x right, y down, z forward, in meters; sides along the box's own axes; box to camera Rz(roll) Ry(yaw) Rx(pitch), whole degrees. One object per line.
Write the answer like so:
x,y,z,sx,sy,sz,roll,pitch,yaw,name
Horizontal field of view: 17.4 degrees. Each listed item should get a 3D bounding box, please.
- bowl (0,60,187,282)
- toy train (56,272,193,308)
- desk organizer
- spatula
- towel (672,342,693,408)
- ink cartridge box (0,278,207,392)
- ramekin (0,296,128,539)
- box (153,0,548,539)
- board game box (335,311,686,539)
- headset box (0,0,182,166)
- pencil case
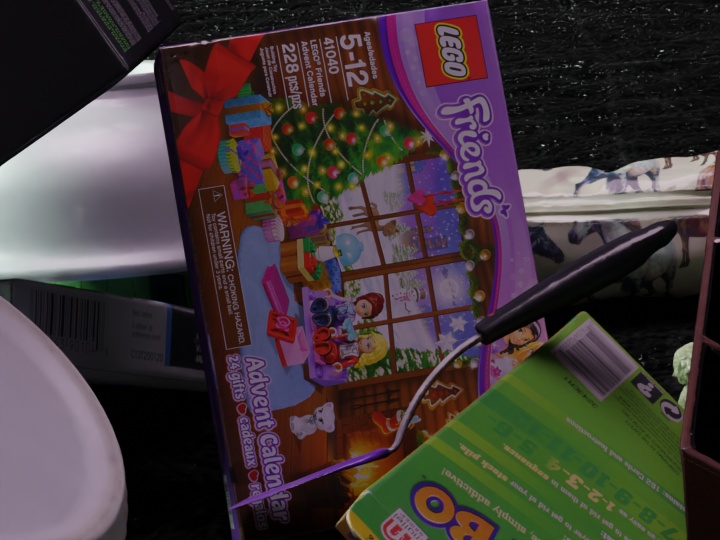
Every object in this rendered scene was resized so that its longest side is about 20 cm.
-0.130,-0.054,1.157,0.200,0.091,0.201,-2,10,0,bowl
-0.103,0.002,1.238,0.199,0.042,0.056,1,30,21,toy train
0.161,0.038,0.875,0.071,0.077,0.200,0,34,13,desk organizer
0.036,0.038,0.882,0.200,0.021,0.057,-37,-4,0,spatula
0.234,0.050,0.972,0.148,0.037,0.200,-15,20,-22,towel
-0.184,0.026,1.065,0.199,0.044,0.198,2,-4,26,ink cartridge box
-0.169,0.068,0.784,0.202,0.094,0.203,32,23,-16,ramekin
0.000,0.000,0.944,0.136,0.201,0.039,-10,-4,-10,box
0.068,0.087,0.844,0.096,0.030,0.200,45,32,8,board game box
-0.173,-0.076,0.923,0.174,0.093,0.200,-34,9,9,headset box
0.128,-0.021,1.155,0.199,0.078,0.089,-4,-7,5,pencil case
